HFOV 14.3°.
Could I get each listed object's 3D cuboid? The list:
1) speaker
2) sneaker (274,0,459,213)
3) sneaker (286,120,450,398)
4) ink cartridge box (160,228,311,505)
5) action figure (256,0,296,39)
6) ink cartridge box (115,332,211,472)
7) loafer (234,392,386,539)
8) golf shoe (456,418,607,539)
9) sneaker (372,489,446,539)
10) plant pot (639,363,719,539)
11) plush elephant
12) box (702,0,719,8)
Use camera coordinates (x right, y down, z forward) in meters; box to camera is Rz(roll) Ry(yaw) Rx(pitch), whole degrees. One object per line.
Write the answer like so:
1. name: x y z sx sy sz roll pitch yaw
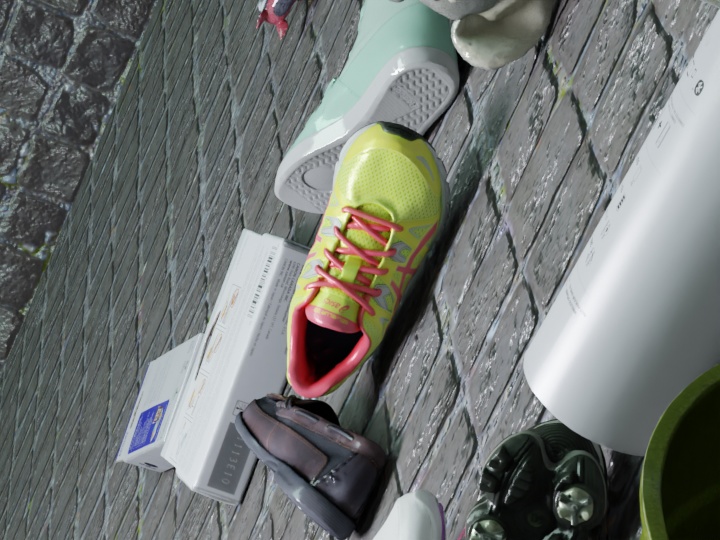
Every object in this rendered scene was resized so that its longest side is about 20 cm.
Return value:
1. speaker: 0.145 -0.019 1.220 0.081 0.081 0.200 -89 23 -58
2. sneaker: 0.008 -0.128 2.008 0.200 0.074 0.119 -44 33 43
3. sneaker: 0.000 0.000 1.806 0.090 0.078 0.201 -58 -13 -56
4. ink cartridge box: -0.091 0.070 2.198 0.174 0.043 0.201 -161 91 -79
5. action figure: -0.053 -0.308 2.613 0.148 0.134 0.201 0 79 32
6. ink cartridge box: -0.157 0.115 2.426 0.200 0.039 0.100 156 134 -71
7. loafer: -0.026 0.114 1.821 0.063 0.072 0.200 -49 19 1
8. golf shoe: 0.065 0.161 1.341 0.201 0.077 0.088 -63 -7 17
9. sneaker: -0.019 0.201 1.532 0.075 0.099 0.201 -98 32 -70
10. plant pot: 0.144 0.152 0.737 0.201 0.200 0.193 -89 11 -57
11. plush elephant: 0.069 -0.211 1.706 0.155 0.165 0.200 -50 -10 21
12. box: 0.157 -0.250 1.270 0.199 0.199 0.172 -81 15 -47
